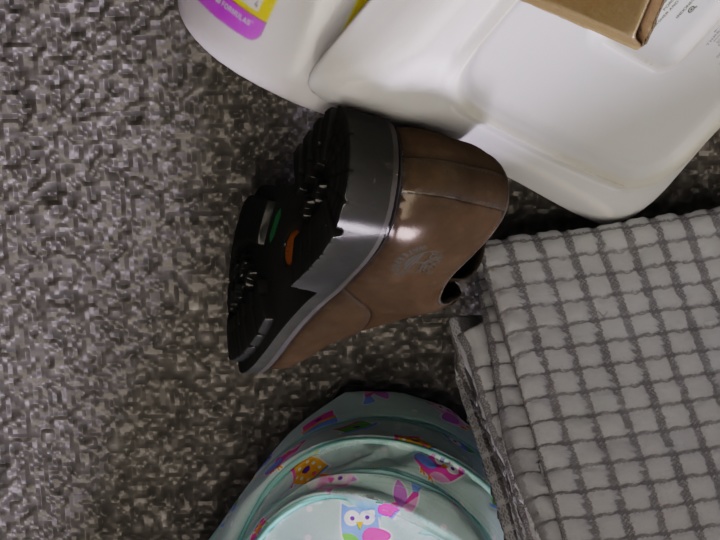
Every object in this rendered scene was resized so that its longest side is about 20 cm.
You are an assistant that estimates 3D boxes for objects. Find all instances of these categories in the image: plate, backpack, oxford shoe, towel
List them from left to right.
[{"bbox_3d":[-0.002,0.152,1.109,0.166,0.127,0.201,23,109,-7],"label":"backpack"},{"bbox_3d":[0.000,0.000,1.024,0.084,0.200,0.073,7,75,-18],"label":"oxford shoe"},{"bbox_3d":[0.106,-0.104,0.985,0.200,0.032,0.199,-50,143,16],"label":"plate"},{"bbox_3d":[0.130,0.069,1.027,0.164,0.201,0.086,-9,134,-7],"label":"towel"}]

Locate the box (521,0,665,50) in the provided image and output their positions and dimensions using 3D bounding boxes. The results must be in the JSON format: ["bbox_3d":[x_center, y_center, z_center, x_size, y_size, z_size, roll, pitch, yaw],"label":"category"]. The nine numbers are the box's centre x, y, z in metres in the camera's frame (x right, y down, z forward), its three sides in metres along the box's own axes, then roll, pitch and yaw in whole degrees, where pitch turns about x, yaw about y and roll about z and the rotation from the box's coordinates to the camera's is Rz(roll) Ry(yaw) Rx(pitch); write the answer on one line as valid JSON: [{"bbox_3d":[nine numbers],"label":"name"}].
[{"bbox_3d":[0.034,-0.184,0.898,0.199,0.021,0.164,24,94,19],"label":"box"}]

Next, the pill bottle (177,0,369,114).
[{"bbox_3d":[0.016,-0.161,0.982,0.104,0.104,0.201,22,112,-10],"label":"pill bottle"}]
